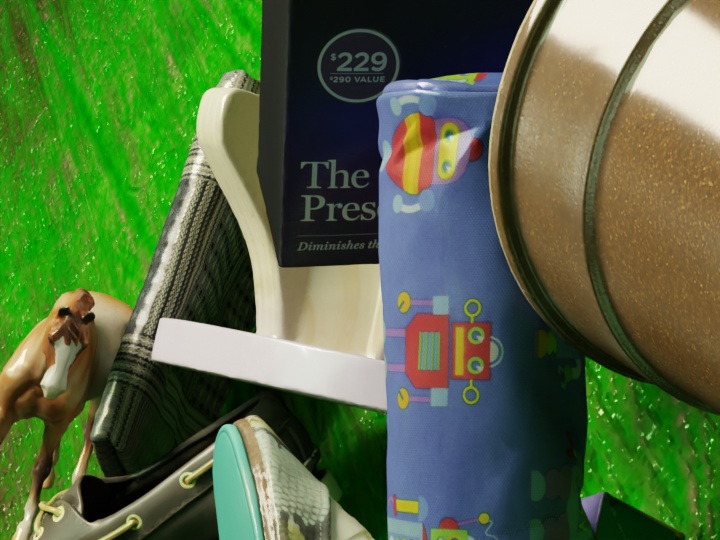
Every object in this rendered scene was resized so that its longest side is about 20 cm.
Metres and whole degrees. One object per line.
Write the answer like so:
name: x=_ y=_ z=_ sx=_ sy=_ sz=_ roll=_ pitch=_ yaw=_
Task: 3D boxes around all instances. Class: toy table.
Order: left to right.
toy table: x=0.000 y=0.000 z=1.137 sx=0.200 sy=0.184 sz=0.117 roll=9 pitch=85 yaw=39

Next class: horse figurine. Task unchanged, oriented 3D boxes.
horse figurine: x=-0.136 y=0.058 z=1.252 sx=0.200 sy=0.050 sz=0.133 roll=-26 pitch=-44 yaw=-75

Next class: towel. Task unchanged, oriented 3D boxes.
towel: x=-0.075 y=0.025 z=1.291 sx=0.200 sy=0.034 sz=0.193 roll=81 pitch=-154 yaw=-71

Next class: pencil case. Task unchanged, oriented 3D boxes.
pencil case: x=0.048 y=0.028 z=0.925 sx=0.078 sy=0.087 sz=0.201 roll=-1 pitch=89 yaw=30

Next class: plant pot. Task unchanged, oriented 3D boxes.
plant pot: x=0.171 y=-0.013 z=0.804 sx=0.201 sy=0.200 sz=0.198 roll=-57 pitch=33 yaw=8

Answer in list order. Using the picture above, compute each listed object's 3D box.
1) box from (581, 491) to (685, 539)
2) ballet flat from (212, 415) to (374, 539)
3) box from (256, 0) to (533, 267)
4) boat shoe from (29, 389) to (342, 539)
box: x=0.035 y=0.163 z=1.022 sx=0.200 sy=0.048 sz=0.118 roll=-29 pitch=39 yaw=51
ballet flat: x=-0.015 y=0.139 z=1.009 sx=0.200 sy=0.071 sz=0.069 roll=-99 pitch=14 yaw=-45
box: x=0.065 y=-0.081 z=0.995 sx=0.079 sy=0.199 sz=0.142 roll=-106 pitch=16 yaw=-59
boat shoe: x=-0.108 y=0.116 z=1.191 sx=0.201 sy=0.061 sz=0.072 roll=-26 pitch=10 yaw=15
